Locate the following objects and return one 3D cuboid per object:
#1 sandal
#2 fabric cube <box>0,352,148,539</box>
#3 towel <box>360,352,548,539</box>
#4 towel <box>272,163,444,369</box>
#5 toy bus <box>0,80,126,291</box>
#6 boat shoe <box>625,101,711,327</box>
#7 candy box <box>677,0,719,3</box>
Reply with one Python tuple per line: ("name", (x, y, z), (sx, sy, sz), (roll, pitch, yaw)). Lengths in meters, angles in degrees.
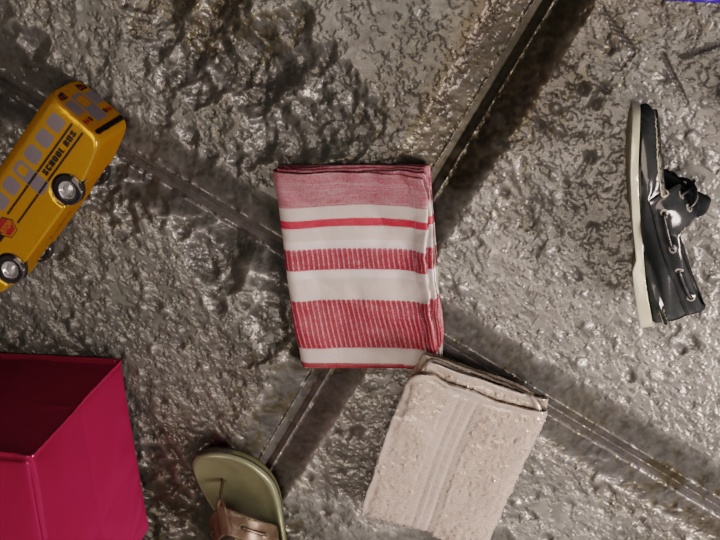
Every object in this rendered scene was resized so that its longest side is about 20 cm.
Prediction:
("sandal", (-0.114, 0.266, 1.231), (0.080, 0.057, 0.201), (-11, 109, 18))
("fabric cube", (-0.344, 0.213, 1.189), (0.196, 0.200, 0.200), (3, 113, 14))
("towel", (0.086, 0.176, 1.145), (0.132, 0.034, 0.200), (18, 121, 3))
("towel", (0.000, 0.000, 1.109), (0.144, 0.023, 0.200), (0, 113, 15))
("toy bus", (-0.296, -0.074, 1.128), (0.078, 0.065, 0.200), (40, 116, -4))
("boat shoe", (0.253, -0.045, 0.996), (0.066, 0.075, 0.200), (-4, 112, 13))
("candy box", (0.317, -0.277, 0.878), (0.200, 0.077, 0.169), (5, 113, 11))
